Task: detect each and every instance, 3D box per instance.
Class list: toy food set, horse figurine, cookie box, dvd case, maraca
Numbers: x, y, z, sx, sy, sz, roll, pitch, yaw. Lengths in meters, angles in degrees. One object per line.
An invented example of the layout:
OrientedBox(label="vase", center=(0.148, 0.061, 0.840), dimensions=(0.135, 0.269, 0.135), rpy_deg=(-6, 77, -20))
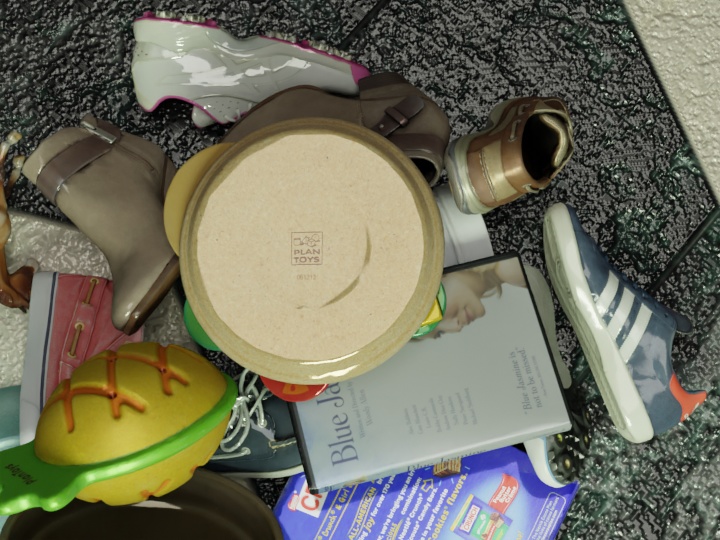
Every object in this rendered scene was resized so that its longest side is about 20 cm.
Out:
OrientedBox(label="toy food set", center=(-0.037, -0.011, 1.143), dimensions=(0.199, 0.049, 0.199), rpy_deg=(-16, 81, 1))
OrientedBox(label="horse figurine", center=(-0.308, -0.061, 1.233), dimensions=(0.050, 0.200, 0.133), rpy_deg=(2, 69, 22))
OrientedBox(label="cookie box", center=(0.042, 0.193, 1.224), dimensions=(0.199, 0.075, 0.172), rpy_deg=(27, 78, 5))
OrientedBox(label="dvd case", center=(0.042, 0.072, 1.164), dimensions=(0.199, 0.018, 0.143), rpy_deg=(-13, 69, -6))
OrientedBox(label="maraca", center=(-0.178, 0.117, 1.121), dimensions=(0.199, 0.137, 0.108), rpy_deg=(-27, 110, -30))

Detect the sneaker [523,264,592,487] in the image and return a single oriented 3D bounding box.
OrientedBox(label="sneaker", center=(0.128, 0.086, 1.231), dimensions=(0.072, 0.072, 0.201), rpy_deg=(-29, 46, 22))

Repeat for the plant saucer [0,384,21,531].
OrientedBox(label="plant saucer", center=(-0.264, 0.186, 1.240), dimensions=(0.200, 0.039, 0.202), rpy_deg=(0, 77, 0))

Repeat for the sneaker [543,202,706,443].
OrientedBox(label="sneaker", center=(0.213, 0.032, 1.267), dimensions=(0.084, 0.075, 0.201), rpy_deg=(-22, 88, -4))

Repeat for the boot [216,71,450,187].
OrientedBox(label="boot", center=(-0.026, -0.086, 1.241), dimensions=(0.199, 0.070, 0.147), rpy_deg=(-25, 35, 11))

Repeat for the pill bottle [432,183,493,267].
OrientedBox(label="pill bottle", center=(0.000, 0.000, 1.249), dimensions=(0.199, 0.111, 0.112), rpy_deg=(-20, 78, -5))

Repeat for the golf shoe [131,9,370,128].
OrientedBox(label="golf shoe", center=(-0.093, -0.158, 1.314), dimensions=(0.199, 0.075, 0.092), rpy_deg=(11, 97, 1))

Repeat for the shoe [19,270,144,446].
OrientedBox(label="shoe", center=(-0.211, 0.085, 1.225), dimensions=(0.090, 0.072, 0.201), rpy_deg=(0, 53, -5))

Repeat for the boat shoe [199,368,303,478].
OrientedBox(label="boat shoe", center=(-0.091, 0.114, 1.206), dimensions=(0.199, 0.062, 0.075), rpy_deg=(-11, 52, 27))

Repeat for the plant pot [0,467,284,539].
OrientedBox(label="plant pot", center=(-0.159, 0.263, 1.142), dimensions=(0.199, 0.200, 0.175), rpy_deg=(7, 116, 1))

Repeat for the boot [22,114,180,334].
OrientedBox(label="boot", center=(-0.196, -0.043, 1.227), dimensions=(0.146, 0.200, 0.070), rpy_deg=(36, 117, -4))

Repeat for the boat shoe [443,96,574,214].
OrientedBox(label="boat shoe", center=(0.134, -0.095, 1.242), dimensions=(0.071, 0.200, 0.076), rpy_deg=(-14, 105, 30))
